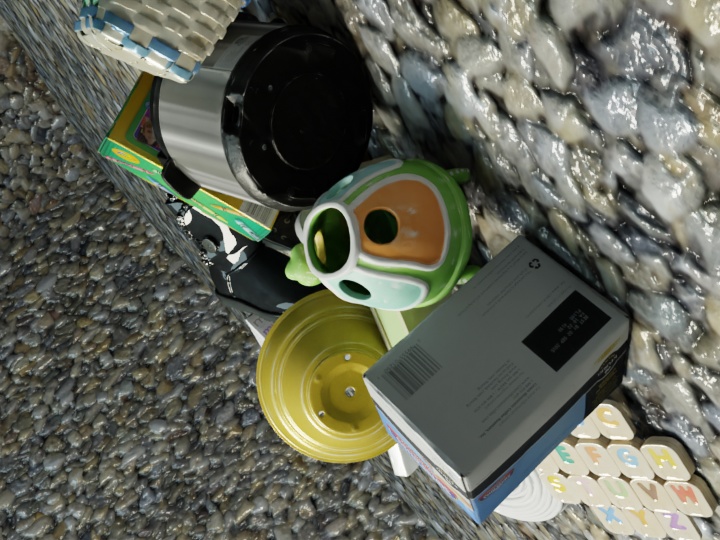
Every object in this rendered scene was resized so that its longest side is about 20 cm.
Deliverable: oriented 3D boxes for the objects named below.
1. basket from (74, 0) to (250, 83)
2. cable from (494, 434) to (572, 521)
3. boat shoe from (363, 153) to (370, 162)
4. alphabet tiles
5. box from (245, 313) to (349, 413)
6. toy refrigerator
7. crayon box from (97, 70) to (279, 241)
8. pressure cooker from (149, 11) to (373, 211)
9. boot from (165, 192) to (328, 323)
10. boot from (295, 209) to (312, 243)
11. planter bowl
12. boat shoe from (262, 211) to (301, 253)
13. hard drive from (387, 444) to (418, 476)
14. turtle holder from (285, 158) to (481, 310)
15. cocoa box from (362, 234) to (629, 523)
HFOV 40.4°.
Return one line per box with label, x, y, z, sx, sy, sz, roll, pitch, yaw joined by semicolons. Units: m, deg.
basket;-0.160;-0.272;0.843;0.139;0.201;0.176;29;177;-28
cable;0.171;0.217;1.171;0.199;0.069;0.201;24;140;27
boat shoe;-0.017;-0.088;1.139;0.072;0.072;0.201;47;164;43
alphabet tiles;0.256;0.208;0.998;0.199;0.015;0.196;-9;122;51
box;-0.035;0.068;1.331;0.097;0.200;0.177;41;163;30
toy refrigerator;0.031;-0.010;1.024;0.201;0.070;0.076;68;159;11
crayon box;-0.166;-0.134;1.063;0.199;0.119;0.058;30;158;-15
pressure cooker;-0.106;-0.159;0.959;0.199;0.175;0.180;18;116;46
boot;-0.130;-0.028;1.138;0.199;0.076;0.169;8;134;41
boot;0.000;0.000;1.116;0.199;0.074;0.096;26;143;-18
planter bowl;-0.015;0.123;1.062;0.201;0.200;0.083;52;180;-8
boat shoe;-0.072;-0.051;1.209;0.199;0.070;0.066;31;141;-10
hard drive;0.056;0.132;1.211;0.026;0.132;0.201;-4;110;36
turtle holder;0.010;-0.036;0.901;0.185;0.131;0.142;23;114;48
cocoa box;0.125;0.098;0.877;0.133;0.200;0.131;42;166;30
